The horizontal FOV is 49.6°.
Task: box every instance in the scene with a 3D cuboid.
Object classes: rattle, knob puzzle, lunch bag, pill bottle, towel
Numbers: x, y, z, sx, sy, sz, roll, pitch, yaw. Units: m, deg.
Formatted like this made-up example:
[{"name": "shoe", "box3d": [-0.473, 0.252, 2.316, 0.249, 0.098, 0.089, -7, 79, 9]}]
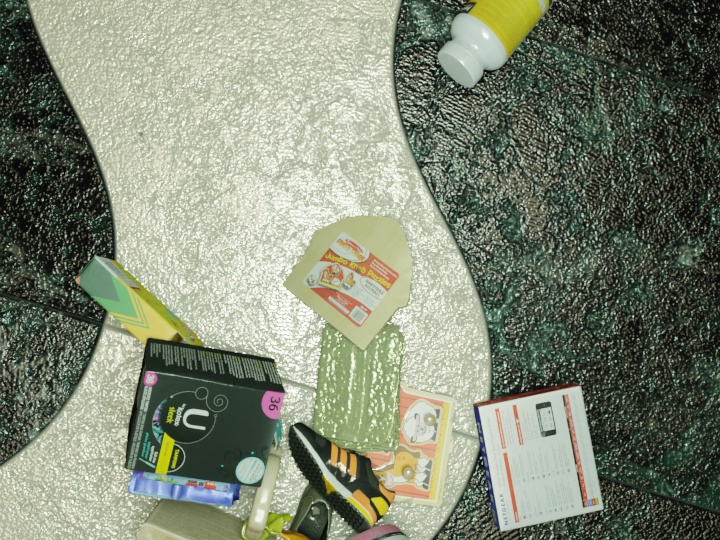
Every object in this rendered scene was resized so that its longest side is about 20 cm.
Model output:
[{"name": "rattle", "box3d": [-0.103, 0.324, 1.205, 0.139, 0.132, 0.203, 6, 49, 10]}, {"name": "knob puzzle", "box3d": [0.000, 0.000, 1.271, 0.214, 0.031, 0.225, -2, 71, 7]}, {"name": "lunch bag", "box3d": [-0.254, 0.307, 1.168, 0.147, 0.200, 0.097, 11, 86, -2]}, {"name": "pill bottle", "box3d": [0.218, -0.405, 1.280, 0.112, 0.112, 0.201, 40, 85, -1]}, {"name": "knob puzzle", "box3d": [0.051, 0.282, 1.274, 0.214, 0.030, 0.226, 0, 87, -3]}, {"name": "towel", "box3d": [-0.003, 0.188, 1.258, 0.144, 0.036, 0.206, 2, 84, 12]}]

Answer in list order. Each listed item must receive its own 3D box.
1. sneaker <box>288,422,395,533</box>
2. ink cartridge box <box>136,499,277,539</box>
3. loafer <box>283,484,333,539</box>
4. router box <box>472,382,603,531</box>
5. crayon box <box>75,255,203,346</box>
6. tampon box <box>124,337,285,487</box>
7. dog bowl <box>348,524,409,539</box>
[{"name": "sneaker", "box3d": [-0.030, 0.309, 1.223, 0.089, 0.071, 0.200, -30, 67, -35]}, {"name": "ink cartridge box", "box3d": [-0.233, 0.423, 1.181, 0.196, 0.165, 0.077, 22, 89, -1]}, {"name": "loafer", "box3d": [-0.091, 0.440, 1.237, 0.073, 0.070, 0.205, 14, 86, -2]}, {"name": "router box", "box3d": [0.290, 0.303, 1.278, 0.175, 0.049, 0.205, -10, 88, -4]}, {"name": "crayon box", "box3d": [-0.338, 0.066, 1.213, 0.199, 0.127, 0.051, 42, 86, 0]}, {"name": "tampon box", "box3d": [-0.225, 0.203, 1.123, 0.195, 0.126, 0.153, 12, 104, -17]}, {"name": "dog bowl", "box3d": [0.005, 0.466, 1.188, 0.198, 0.201, 0.074, -33, 57, -5]}]
